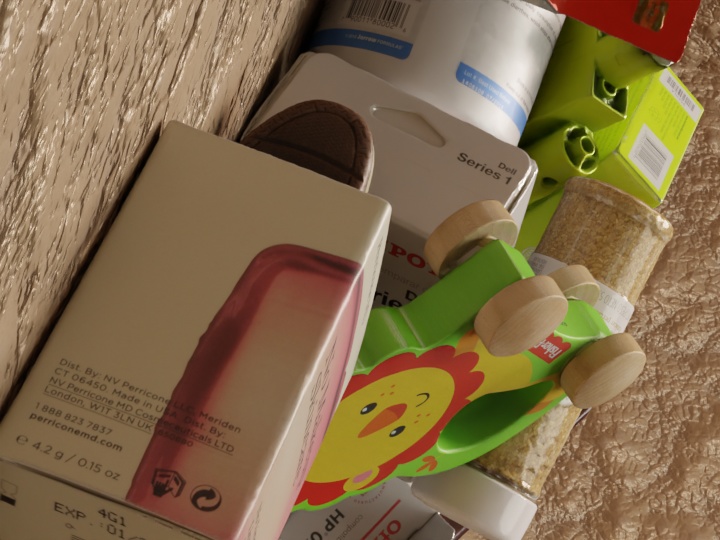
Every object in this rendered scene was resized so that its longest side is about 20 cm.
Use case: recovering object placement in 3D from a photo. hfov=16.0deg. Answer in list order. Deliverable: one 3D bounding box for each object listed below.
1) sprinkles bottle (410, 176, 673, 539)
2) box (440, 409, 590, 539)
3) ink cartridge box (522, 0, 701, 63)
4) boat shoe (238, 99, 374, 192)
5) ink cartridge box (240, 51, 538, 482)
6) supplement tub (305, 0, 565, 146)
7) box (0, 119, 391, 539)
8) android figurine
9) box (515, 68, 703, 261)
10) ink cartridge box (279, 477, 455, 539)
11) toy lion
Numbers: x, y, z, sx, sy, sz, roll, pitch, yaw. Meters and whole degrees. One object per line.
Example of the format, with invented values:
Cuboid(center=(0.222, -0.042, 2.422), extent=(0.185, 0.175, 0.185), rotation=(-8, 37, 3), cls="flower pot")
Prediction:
Cuboid(center=(0.100, 0.049, 1.409), extent=(0.201, 0.068, 0.068), rotation=(-63, 174, -5), cls="sprinkles bottle")
Cuboid(center=(0.038, 0.093, 1.718), extent=(0.164, 0.166, 0.200), rotation=(-42, 175, -4), cls="box")
Cuboid(center=(0.104, -0.221, 1.348), extent=(0.057, 0.199, 0.163), rotation=(103, 9, -66), cls="ink cartridge box")
Cuboid(center=(-0.062, 0.007, 1.251), extent=(0.203, 0.074, 0.075), rotation=(-55, 172, -22), cls="boat shoe")
Cuboid(center=(0.000, 0.000, 1.391), extent=(0.084, 0.145, 0.201), rotation=(-55, 165, -39), cls="ink cartridge box")
Cuboid(center=(0.056, -0.167, 1.436), extent=(0.132, 0.131, 0.201), rotation=(87, 25, -76), cls="supplement tub")
Cuboid(center=(-0.074, 0.059, 1.087), extent=(0.128, 0.108, 0.201), rotation=(103, 9, -50), cls="box")
Cuboid(center=(0.107, -0.123, 1.489), extent=(0.199, 0.041, 0.183), rotation=(-26, -134, 44), cls="android figurine")
Cuboid(center=(0.108, -0.035, 1.539), extent=(0.200, 0.048, 0.122), rotation=(-36, -167, 35), cls="box")
Cuboid(center=(-0.028, 0.147, 1.509), extent=(0.115, 0.068, 0.200), rotation=(-46, -162, -2), cls="ink cartridge box")
Cuboid(center=(0.029, 0.060, 1.286), extent=(0.191, 0.069, 0.200), rotation=(-38, 154, 11), cls="toy lion")
